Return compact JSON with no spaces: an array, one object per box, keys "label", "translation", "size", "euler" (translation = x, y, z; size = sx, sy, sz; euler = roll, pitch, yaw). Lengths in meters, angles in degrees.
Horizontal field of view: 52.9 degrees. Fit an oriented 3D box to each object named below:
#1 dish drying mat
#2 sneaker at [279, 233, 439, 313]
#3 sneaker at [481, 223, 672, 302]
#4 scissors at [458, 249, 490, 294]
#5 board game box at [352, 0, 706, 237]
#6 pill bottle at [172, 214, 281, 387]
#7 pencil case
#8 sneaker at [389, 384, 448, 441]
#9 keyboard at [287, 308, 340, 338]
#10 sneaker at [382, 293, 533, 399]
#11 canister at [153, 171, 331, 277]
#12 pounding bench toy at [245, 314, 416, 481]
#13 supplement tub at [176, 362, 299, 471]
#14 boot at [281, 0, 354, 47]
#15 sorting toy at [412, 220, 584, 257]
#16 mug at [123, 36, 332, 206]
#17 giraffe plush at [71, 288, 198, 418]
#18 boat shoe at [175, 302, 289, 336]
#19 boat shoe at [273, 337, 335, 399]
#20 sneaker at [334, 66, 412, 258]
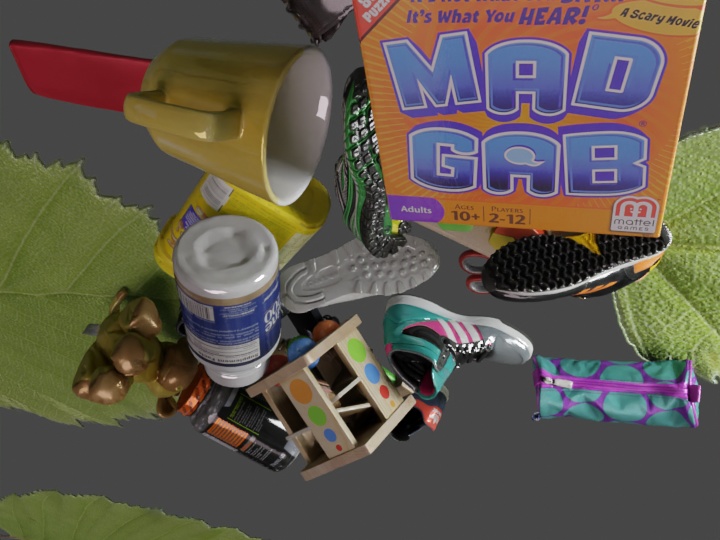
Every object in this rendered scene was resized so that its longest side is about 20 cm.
[{"label":"dish drying mat","translation":[-0.275,-0.206,0.784],"size":[0.199,0.018,0.077],"euler":[10,141,9]},{"label":"sneaker","translation":[0.000,0.000,0.882],"size":[0.199,0.077,0.080],"euler":[-11,176,13]},{"label":"sneaker","translation":[0.219,0.006,0.746],"size":[0.199,0.070,0.090],"euler":[-15,143,-8]},{"label":"scissors","translation":[0.204,-0.013,0.826],"size":[0.199,0.014,0.073],"euler":[-14,128,32]},{"label":"board game box","translation":[0.125,-0.170,0.524],"size":[0.199,0.201,0.201],"euler":[5,139,17]},{"label":"pill bottle","translation":[-0.145,0.044,0.815],"size":[0.110,0.111,0.201],"euler":[13,139,6]},{"label":"pencil case","translation":[0.318,0.152,0.914],"size":[0.199,0.086,0.092],"euler":[-2,164,22]},{"label":"sneaker","translation":[0.040,0.221,1.105],"size":[0.199,0.085,0.075],"euler":[-22,126,39]},{"label":"keyboard","translation":[-0.048,0.088,1.037],"size":[0.104,0.040,0.200],"euler":[19,149,38]},{"label":"sneaker","translation":[0.117,0.111,0.916],"size":[0.199,0.121,0.084],"euler":[16,141,3]},{"label":"canister","translation":[-0.142,-0.051,0.858],"size":[0.148,0.087,0.200],"euler":[32,138,-16]},{"label":"pounding bench toy","translation":[-0.023,0.139,0.947],"size":[0.124,0.200,0.156],"euler":[-33,91,37]},{"label":"supplement tub","translation":[-0.189,0.231,1.177],"size":[0.200,0.123,0.122],"euler":[34,139,-17]},{"label":"boot","translation":[-0.085,-0.259,0.606],"size":[0.199,0.069,0.174],"euler":[-22,126,36]},{"label":"sorting toy","translation":[0.147,-0.078,0.742],"size":[0.199,0.037,0.186],"euler":[22,138,-1]},{"label":"mug","translation":[-0.127,-0.160,0.678],"size":[0.152,0.150,0.187],"euler":[17,167,15]},{"label":"giraffe plush","translation":[-0.317,0.138,1.081],"size":[0.162,0.173,0.200],"euler":[36,173,-32]},{"label":"boat shoe","translation":[-0.185,0.065,1.015],"size":[0.198,0.066,0.075],"euler":[-1,136,30]},{"label":"boat shoe","translation":[-0.103,0.132,1.063],"size":[0.199,0.076,0.074],"euler":[31,123,5]},{"label":"sneaker","translation":[0.000,-0.110,0.740],"size":[0.085,0.078,0.201],"euler":[35,139,40]}]
